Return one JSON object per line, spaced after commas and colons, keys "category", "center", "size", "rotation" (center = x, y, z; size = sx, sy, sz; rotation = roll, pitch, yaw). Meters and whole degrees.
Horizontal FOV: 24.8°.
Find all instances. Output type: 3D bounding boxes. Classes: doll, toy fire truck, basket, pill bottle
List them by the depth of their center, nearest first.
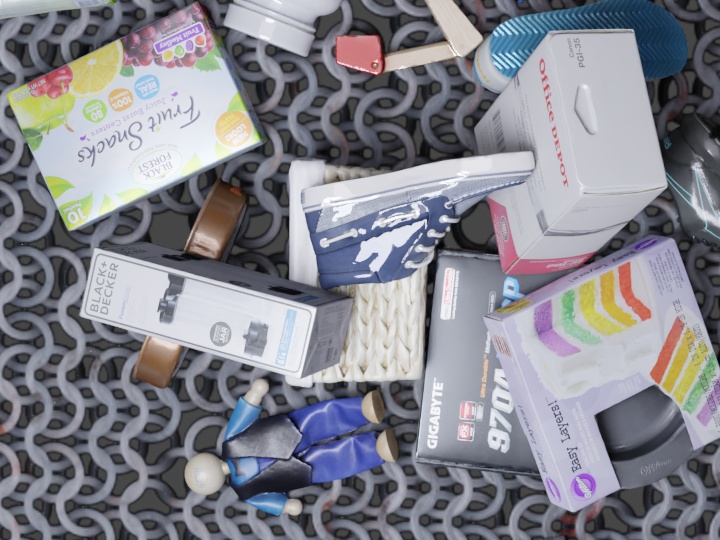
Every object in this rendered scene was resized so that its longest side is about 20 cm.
{"category": "pill bottle", "center": [-0.051, -0.300, 1.467], "size": [0.108, 0.109, 0.201], "rotation": [22, 96, 3]}
{"category": "basket", "center": [0.000, 0.000, 1.471], "size": [0.123, 0.136, 0.201], "rotation": [1, 94, 3]}
{"category": "toy fire truck", "center": [0.079, -0.246, 1.490], "size": [0.199, 0.049, 0.142], "rotation": [3, 94, 4]}
{"category": "doll", "center": [-0.071, 0.165, 1.530], "size": [0.199, 0.048, 0.137], "rotation": [-18, 100, 12]}

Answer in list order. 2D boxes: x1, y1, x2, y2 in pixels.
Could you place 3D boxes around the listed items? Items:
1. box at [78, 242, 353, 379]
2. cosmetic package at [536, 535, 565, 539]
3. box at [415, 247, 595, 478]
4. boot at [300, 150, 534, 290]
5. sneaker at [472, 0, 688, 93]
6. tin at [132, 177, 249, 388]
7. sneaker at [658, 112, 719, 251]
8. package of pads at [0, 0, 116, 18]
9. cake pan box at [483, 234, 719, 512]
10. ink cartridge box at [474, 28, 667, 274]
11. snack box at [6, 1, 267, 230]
{"category": "box", "center": [-0.118, 0.030, 1.364], "size": [0.199, 0.117, 0.060], "rotation": [14, 97, 16]}
{"category": "cosmetic package", "center": [0.100, 0.328, 1.451], "size": [0.199, 0.199, 0.124], "rotation": [-9, 93, 5]}
{"category": "box", "center": [0.138, 0.085, 1.508], "size": [0.158, 0.046, 0.201], "rotation": [7, 94, 3]}
{"category": "boot", "center": [0.053, -0.042, 1.367], "size": [0.199, 0.073, 0.091], "rotation": [-10, 93, 13]}
{"category": "sneaker", "center": [0.198, -0.199, 1.473], "size": [0.199, 0.081, 0.077], "rotation": [-4, 84, -15]}
{"category": "tin", "center": [-0.153, 0.014, 1.494], "size": [0.042, 0.112, 0.201], "rotation": [24, 96, 3]}
{"category": "sneaker", "center": [0.337, -0.046, 1.480], "size": [0.079, 0.075, 0.200], "rotation": [-40, 84, 20]}
{"category": "package of pads", "center": [-0.309, -0.328, 1.458], "size": [0.154, 0.068, 0.201], "rotation": [-7, 93, 5]}
{"category": "cake pan box", "center": [0.226, 0.094, 1.461], "size": [0.184, 0.052, 0.201], "rotation": [-23, 102, -12]}
{"category": "ink cartridge box", "center": [0.175, -0.097, 1.394], "size": [0.082, 0.200, 0.147], "rotation": [-4, 73, -16]}
{"category": "snack box", "center": [-0.206, -0.141, 1.518], "size": [0.199, 0.053, 0.143], "rotation": [-25, 93, 6]}
